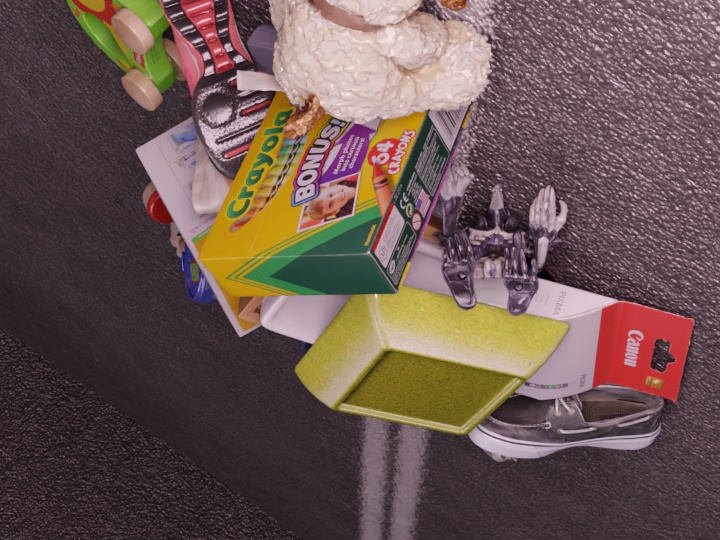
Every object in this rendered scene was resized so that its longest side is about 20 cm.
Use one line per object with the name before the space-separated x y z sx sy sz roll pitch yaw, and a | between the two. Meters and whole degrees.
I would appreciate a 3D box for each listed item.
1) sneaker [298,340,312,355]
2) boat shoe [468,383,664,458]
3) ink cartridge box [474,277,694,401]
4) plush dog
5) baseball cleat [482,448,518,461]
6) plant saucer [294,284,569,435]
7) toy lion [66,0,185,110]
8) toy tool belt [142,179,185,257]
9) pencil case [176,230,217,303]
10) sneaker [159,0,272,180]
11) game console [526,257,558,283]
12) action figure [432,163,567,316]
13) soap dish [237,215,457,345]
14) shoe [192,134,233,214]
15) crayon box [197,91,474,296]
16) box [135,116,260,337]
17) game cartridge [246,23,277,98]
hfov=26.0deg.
sneaker | -0.033 -0.006 1.622 0.082 0.073 0.202 39 125 44
boat shoe | 0.204 0.136 1.542 0.197 0.073 0.071 -3 136 -10
ink cartridge box | 0.198 0.075 1.442 0.198 0.050 0.161 17 152 15
plush dog | -0.004 -0.199 1.142 0.199 0.160 0.173 28 134 18
baseball cleat | 0.134 0.138 1.794 0.106 0.070 0.201 31 152 36
plant saucer | 0.060 0.091 1.410 0.198 0.048 0.200 13 149 -17
toy lion | -0.255 -0.271 1.526 0.191 0.069 0.200 41 163 11
toy tool belt | -0.174 -0.078 1.719 0.199 0.125 0.123 24 -158 -43
pencil case | -0.100 -0.008 1.672 0.198 0.079 0.087 -2 -170 -27
sneaker | -0.122 -0.177 1.403 0.087 0.073 0.202 86 168 -83
game console | 0.132 0.070 1.548 0.200 0.172 0.119 47 -175 -28
action figure | 0.119 -0.035 1.339 0.117 0.103 0.200 7 -160 3
soap dish | 0.000 0.000 1.442 0.199 0.158 0.082 19 -149 -41
shoe | -0.134 -0.127 1.470 0.053 0.201 0.070 -26 130 17
crayon box | -0.019 -0.076 1.268 0.171 0.201 0.058 -1 142 34
box | -0.128 -0.052 1.532 0.201 0.101 0.113 56 173 43
game cartridge | -0.019 -0.144 1.429 0.132 0.041 0.200 15 151 42
